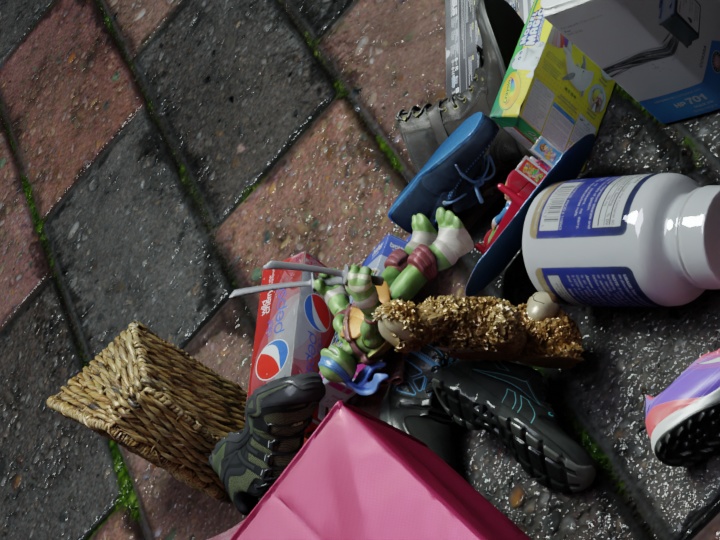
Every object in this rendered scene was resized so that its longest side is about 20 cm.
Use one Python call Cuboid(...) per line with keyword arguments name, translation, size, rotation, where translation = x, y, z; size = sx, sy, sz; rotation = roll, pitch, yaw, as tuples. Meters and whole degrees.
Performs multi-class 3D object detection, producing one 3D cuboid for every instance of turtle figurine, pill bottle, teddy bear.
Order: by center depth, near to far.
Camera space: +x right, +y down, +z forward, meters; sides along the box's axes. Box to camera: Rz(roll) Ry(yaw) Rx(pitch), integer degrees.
Cuboid(name="pill bottle", translation=(0.256, -0.027, 1.511), size=(0.199, 0.120, 0.120), rotation=(-1, 62, 48))
Cuboid(name="teddy bear", translation=(0.108, 0.046, 1.537), size=(0.199, 0.145, 0.067), rotation=(3, 78, 11))
Cuboid(name="turtle figurine", translation=(0.000, 0.000, 1.638), size=(0.200, 0.144, 0.194), rotation=(41, 69, 19))

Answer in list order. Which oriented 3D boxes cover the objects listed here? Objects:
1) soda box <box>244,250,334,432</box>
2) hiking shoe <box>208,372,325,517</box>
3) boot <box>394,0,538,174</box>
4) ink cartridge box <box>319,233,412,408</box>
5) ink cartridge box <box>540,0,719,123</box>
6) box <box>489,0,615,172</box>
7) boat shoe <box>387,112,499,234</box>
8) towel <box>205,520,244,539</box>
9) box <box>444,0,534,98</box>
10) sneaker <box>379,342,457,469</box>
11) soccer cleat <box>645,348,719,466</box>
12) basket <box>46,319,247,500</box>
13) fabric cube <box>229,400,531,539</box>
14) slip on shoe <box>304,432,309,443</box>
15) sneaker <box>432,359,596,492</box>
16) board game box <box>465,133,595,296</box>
Cuboid(name="soda box", translation=(-0.075, 0.084, 1.849), size=(0.070, 0.063, 0.201), rotation=(-23, 46, 35))
Cuboid(name="hiking shoe", translation=(-0.077, 0.178, 1.647), size=(0.101, 0.075, 0.200), rotation=(63, 141, 23))
Cuboid(name="boot", translation=(0.107, -0.179, 1.777), size=(0.173, 0.069, 0.201), rotation=(-13, 95, 39))
Cuboid(name="ink cartridge box", translation=(0.007, 0.042, 1.764), size=(0.201, 0.042, 0.119), rotation=(-66, 6, -19))
Cuboid(name="ink cartridge box", translation=(0.276, -0.258, 1.600), size=(0.086, 0.200, 0.147), rotation=(-11, 55, 44))
Cuboid(name="box", translation=(0.212, -0.215, 1.711), size=(0.048, 0.117, 0.201), rotation=(5, 66, 48))
Cuboid(name="boat shoe", translation=(0.101, -0.097, 1.747), size=(0.084, 0.069, 0.200), rotation=(-53, 3, -30))
Cuboid(name="towel", translation=(-0.153, 0.366, 1.754), size=(0.144, 0.023, 0.201), rotation=(-31, 43, 31))
Cuboid(name="box", translation=(0.168, -0.263, 1.856), size=(0.158, 0.048, 0.201), rotation=(-28, 44, 32))
Cuboid(name="sneaker", translation=(0.064, 0.120, 1.647), size=(0.082, 0.073, 0.201), rotation=(-45, 36, 28))
Cuboid(name="soccer cleat", translation=(0.320, 0.083, 1.401), size=(0.200, 0.068, 0.073), rotation=(-41, 34, 23))
Cuboid(name="basket", translation=(-0.219, 0.181, 1.823), size=(0.149, 0.200, 0.143), rotation=(-41, 40, 15))
Cuboid(name="fabric cube", translation=(0.026, 0.265, 1.429), size=(0.199, 0.196, 0.200), rotation=(40, 94, 30))
Cuboid(name="slip on shoe", translation=(-0.029, 0.214, 1.693), size=(0.061, 0.074, 0.200), rotation=(-45, 43, 5))
Cuboid(name="sneaker", translation=(0.153, 0.129, 1.546), size=(0.079, 0.076, 0.200), rotation=(-36, 46, -20))
Cuboid(name="board game box", translation=(0.153, -0.064, 1.637), size=(0.039, 0.158, 0.200), rotation=(39, 95, 12))
